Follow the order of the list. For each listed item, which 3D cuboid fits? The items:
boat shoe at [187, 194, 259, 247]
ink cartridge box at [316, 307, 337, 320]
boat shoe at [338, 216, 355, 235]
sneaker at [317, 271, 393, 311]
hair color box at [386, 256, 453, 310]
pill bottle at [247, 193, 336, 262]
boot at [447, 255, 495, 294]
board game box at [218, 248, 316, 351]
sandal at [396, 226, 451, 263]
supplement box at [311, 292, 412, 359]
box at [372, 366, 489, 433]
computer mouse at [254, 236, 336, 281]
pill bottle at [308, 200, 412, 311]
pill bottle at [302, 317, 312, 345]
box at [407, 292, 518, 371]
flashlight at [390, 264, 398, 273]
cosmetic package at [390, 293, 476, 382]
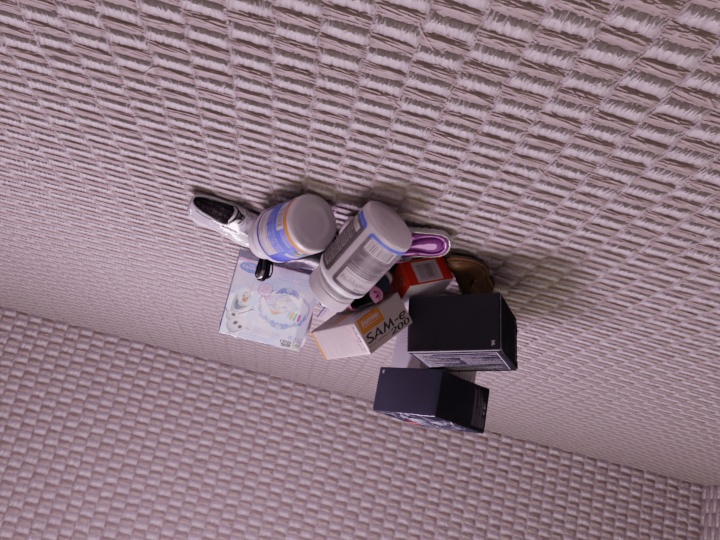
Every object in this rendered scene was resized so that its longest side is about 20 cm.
[{"bbox_3d":[-0.264,-0.109,1.572,0.197,0.073,0.068,27,161,-8],"label":"boat shoe"},{"bbox_3d":[-0.004,0.088,1.714,0.197,0.040,0.100,22,118,-37],"label":"ink cartridge box"},{"bbox_3d":[0.005,-0.047,1.558,0.073,0.094,0.203,12,134,16],"label":"boat shoe"},{"bbox_3d":[-0.026,0.050,1.534,0.198,0.083,0.070,-24,117,40],"label":"sneaker"},{"bbox_3d":[0.106,0.052,1.616,0.108,0.065,0.201,-10,150,-27],"label":"hair color box"},{"bbox_3d":[-0.143,-0.077,1.488,0.110,0.115,0.198,24,159,-30],"label":"pill bottle"},{"bbox_3d":[0.234,0.028,1.590,0.072,0.077,0.200,4,159,32],"label":"boot"},{"bbox_3d":[-0.203,0.070,1.707,0.195,0.203,0.044,15,-154,-13],"label":"board game box"},{"bbox_3d":[0.077,-0.043,1.454,0.197,0.050,0.084,-9,127,11],"label":"sandal"},{"bbox_3d":[-0.001,0.118,1.558,0.075,0.125,0.199,61,150,-7],"label":"supplement box"},{"bbox_3d":[0.161,0.296,1.718,0.180,0.107,0.197,27,158,-39],"label":"box"},{"bbox_3d":[-0.130,-0.045,1.595,0.195,0.141,0.053,-1,142,15],"label":"computer mouse"},{"bbox_3d":[-0.005,-0.022,1.405,0.112,0.115,0.200,24,124,-32],"label":"pill bottle"},{"bbox_3d":[-0.221,0.111,1.815,0.196,0.119,0.116,19,161,-13],"label":"pill bottle"},{"bbox_3d":[0.218,0.133,1.576,0.195,0.127,0.198,-4,161,20],"label":"box"},{"bbox_3d":[0.000,0.000,1.675,0.195,0.070,0.068,9,-163,-1],"label":"flashlight"},{"bbox_3d":[0.191,0.180,1.861,0.162,0.205,0.164,19,161,-20],"label":"cosmetic package"}]
